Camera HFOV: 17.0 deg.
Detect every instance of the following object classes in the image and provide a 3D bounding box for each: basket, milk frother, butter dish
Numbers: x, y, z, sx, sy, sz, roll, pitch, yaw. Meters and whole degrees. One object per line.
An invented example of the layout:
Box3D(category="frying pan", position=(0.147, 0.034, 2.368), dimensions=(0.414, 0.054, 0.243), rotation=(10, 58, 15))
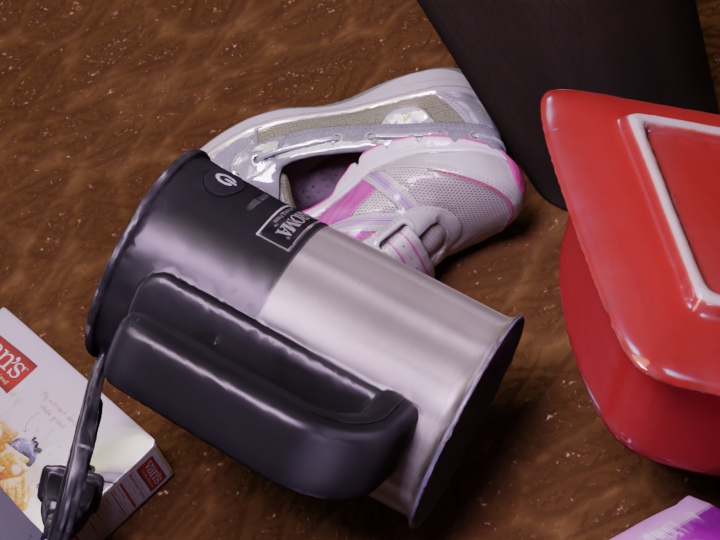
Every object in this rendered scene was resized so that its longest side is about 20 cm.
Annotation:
Box3D(category="basket", position=(0.109, -0.134, 1.261), dimensions=(0.180, 0.200, 0.136), rotation=(27, 68, 42))
Box3D(category="milk frother", position=(-0.051, 0.078, 1.194), dimensions=(0.188, 0.200, 0.181), rotation=(28, 42, 10))
Box3D(category="butter dish", position=(0.170, 0.030, 1.134), dimensions=(0.200, 0.148, 0.200), rotation=(8, 40, -21))

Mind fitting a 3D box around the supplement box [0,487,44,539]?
Box3D(category="supplement box", position=(-0.279, 0.144, 1.215), dimensions=(0.200, 0.103, 0.101), rotation=(4, 60, 21))

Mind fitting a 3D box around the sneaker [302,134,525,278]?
Box3D(category="sneaker", position=(0.000, 0.000, 1.291), dimensions=(0.200, 0.081, 0.088), rotation=(-25, 48, 14))

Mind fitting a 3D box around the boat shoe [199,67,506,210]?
Box3D(category="boat shoe", position=(-0.018, -0.050, 1.344), dimensions=(0.202, 0.074, 0.065), rotation=(-18, 40, 2))

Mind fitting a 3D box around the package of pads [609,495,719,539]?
Box3D(category="package of pads", position=(0.115, 0.176, 1.013), dimensions=(0.200, 0.076, 0.120), rotation=(-21, 35, -36))

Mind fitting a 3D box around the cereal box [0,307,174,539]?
Box3D(category="cereal box", position=(-0.218, 0.128, 1.294), dimensions=(0.200, 0.040, 0.144), rotation=(-44, 55, -14))
